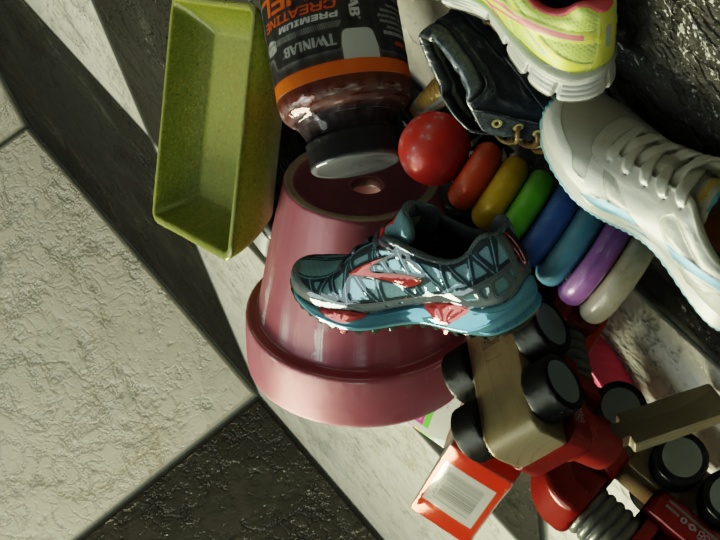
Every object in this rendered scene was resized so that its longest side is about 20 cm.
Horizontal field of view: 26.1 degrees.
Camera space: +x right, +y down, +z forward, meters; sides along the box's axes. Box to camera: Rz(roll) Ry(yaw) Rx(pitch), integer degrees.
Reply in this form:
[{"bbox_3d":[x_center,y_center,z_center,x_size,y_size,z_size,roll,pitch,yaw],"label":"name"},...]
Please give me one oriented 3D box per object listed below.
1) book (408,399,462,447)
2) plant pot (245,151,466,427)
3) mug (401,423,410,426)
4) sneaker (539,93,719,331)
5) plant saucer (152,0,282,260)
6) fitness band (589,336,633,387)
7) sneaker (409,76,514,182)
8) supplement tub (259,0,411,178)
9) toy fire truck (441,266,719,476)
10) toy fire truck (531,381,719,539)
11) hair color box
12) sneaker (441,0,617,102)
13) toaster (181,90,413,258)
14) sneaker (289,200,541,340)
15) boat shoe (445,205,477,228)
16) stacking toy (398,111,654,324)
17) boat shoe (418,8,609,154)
[{"bbox_3d":[0.041,0.067,1.531,0.199,0.135,0.048,33,-166,32],"label":"book"},{"bbox_3d":[0.000,0.000,1.292,0.200,0.199,0.181,40,140,44],"label":"plant pot"},{"bbox_3d":[0.055,0.070,1.674,0.175,0.146,0.202,59,-166,-80],"label":"mug"},{"bbox_3d":[0.200,-0.052,0.994,0.200,0.076,0.081,43,157,13],"label":"sneaker"},{"bbox_3d":[-0.114,-0.123,1.297,0.200,0.047,0.202,25,111,62],"label":"plant saucer"},{"bbox_3d":[0.211,0.110,1.448,0.143,0.037,0.201,30,155,54],"label":"fitness band"},{"bbox_3d":[0.089,-0.116,1.220,0.088,0.076,0.200,44,175,5],"label":"sneaker"},{"bbox_3d":[-0.019,-0.175,1.174,0.107,0.106,0.202,125,136,-76],"label":"supplement tub"},{"bbox_3d":[0.173,0.074,1.208,0.199,0.128,0.177,26,-138,-38],"label":"toy fire truck"},{"bbox_3d":[0.204,0.227,1.303,0.176,0.200,0.129,39,158,12],"label":"toy fire truck"},{"bbox_3d":[0.126,0.118,1.294,0.064,0.200,0.111,31,141,5],"label":"hair color box"},{"bbox_3d":[0.093,-0.201,0.980,0.200,0.078,0.091,42,156,19],"label":"sneaker"},{"bbox_3d":[-0.052,-0.122,1.440,0.201,0.180,0.119,52,170,6],"label":"toaster"},{"bbox_3d":[0.035,-0.011,1.131,0.198,0.079,0.096,1,121,27],"label":"sneaker"},{"bbox_3d":[0.089,-0.021,1.473,0.075,0.062,0.200,52,-177,-18],"label":"boat shoe"},{"bbox_3d":[0.116,-0.050,1.131,0.199,0.086,0.085,36,166,0],"label":"stacking toy"},{"bbox_3d":[0.119,-0.106,1.071,0.201,0.091,0.071,56,166,-15],"label":"boat shoe"}]
